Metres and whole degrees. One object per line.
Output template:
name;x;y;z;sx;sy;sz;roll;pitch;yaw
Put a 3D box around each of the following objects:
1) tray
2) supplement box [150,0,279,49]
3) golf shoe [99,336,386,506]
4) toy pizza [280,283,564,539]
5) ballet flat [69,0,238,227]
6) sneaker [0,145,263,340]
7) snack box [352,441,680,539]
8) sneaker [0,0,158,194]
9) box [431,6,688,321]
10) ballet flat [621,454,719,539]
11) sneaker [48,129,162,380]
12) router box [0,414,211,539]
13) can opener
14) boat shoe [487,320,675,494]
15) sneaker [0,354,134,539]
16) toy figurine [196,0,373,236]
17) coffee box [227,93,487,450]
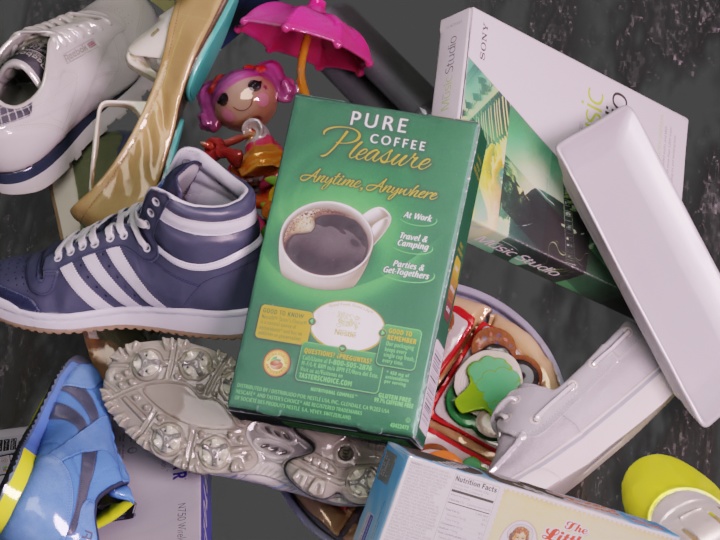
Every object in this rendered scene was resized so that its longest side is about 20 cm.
tray;0.188;-0.002;1.729;0.107;0.022;0.201;-30;93;-52
supplement box;-0.125;-0.299;1.834;0.200;0.200;0.134;37;63;22
golf shoe;-0.067;0.105;1.696;0.199;0.097;0.079;21;78;8
toy pizza;0.036;0.095;1.757;0.199;0.032;0.201;-2;67;4
ballet flat;-0.134;-0.113;1.758;0.063;0.069;0.201;19;79;-1
sneaker;-0.150;-0.020;1.692;0.199;0.109;0.070;3;31;14
snack box;0.088;0.186;1.633;0.199;0.037;0.117;19;93;-25
sneaker;-0.197;-0.138;1.823;0.076;0.081;0.200;3;40;28
box;0.128;-0.067;1.751;0.199;0.036;0.145;22;63;-32
ballet flat;0.225;0.192;1.681;0.067;0.067;0.201;-25;67;-5
sneaker;-0.147;-0.009;1.796;0.089;0.067;0.201;-17;63;3
router box;-0.182;0.168;1.679;0.178;0.049;0.200;-8;31;1
can opener;0.044;-0.105;1.841;0.200;0.053;0.066;43;41;18
boat shoe;0.120;0.100;1.709;0.200;0.072;0.069;-37;77;-21
sneaker;-0.175;0.121;1.661;0.078;0.200;0.066;26;113;-6
toy figurine;-0.049;-0.086;1.789;0.199;0.150;0.185;-24;63;10
coffee box;0.000;0.000;1.638;0.122;0.044;0.201;8;78;14
